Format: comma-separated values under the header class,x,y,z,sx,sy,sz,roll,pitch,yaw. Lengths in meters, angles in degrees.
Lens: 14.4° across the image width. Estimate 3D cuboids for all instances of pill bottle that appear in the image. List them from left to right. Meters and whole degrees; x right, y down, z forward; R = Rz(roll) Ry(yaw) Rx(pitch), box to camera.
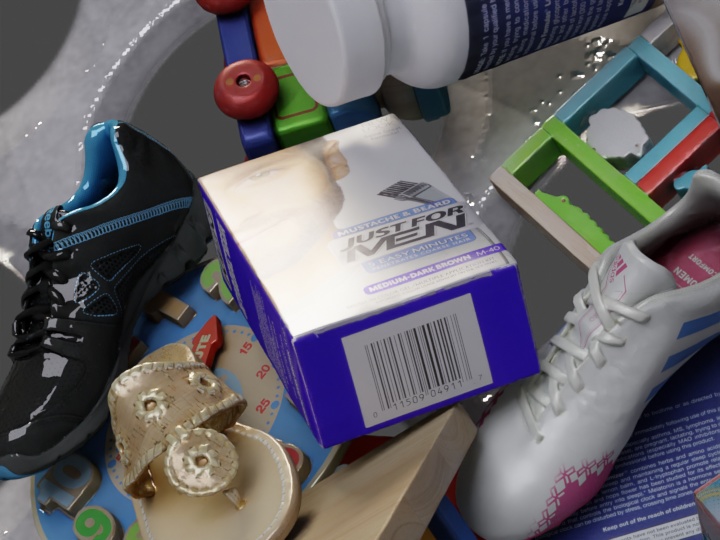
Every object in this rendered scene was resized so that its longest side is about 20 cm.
class,x,y,z,sx,sy,sz,roll,pitch,yaw
pill bottle,0.057,-0.158,1.422,0.200,0.116,0.116,-22,51,-20

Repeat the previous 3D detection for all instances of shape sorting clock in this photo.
class,x,y,z,sx,sy,sz,roll,pitch,yaw
shape sorting clock,-0.083,0.071,1.421,0.200,0.039,0.200,-24,41,23

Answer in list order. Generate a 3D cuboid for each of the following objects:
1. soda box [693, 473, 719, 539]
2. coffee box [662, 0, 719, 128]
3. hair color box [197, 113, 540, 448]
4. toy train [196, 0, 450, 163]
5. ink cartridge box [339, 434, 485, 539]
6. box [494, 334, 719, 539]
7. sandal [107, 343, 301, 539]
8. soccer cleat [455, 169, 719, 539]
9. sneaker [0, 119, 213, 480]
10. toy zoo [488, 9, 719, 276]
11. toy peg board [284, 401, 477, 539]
class,x,y,z,sx,sy,sz,roll,pitch,yaw
soda box,0.246,0.080,1.251,0.200,0.068,0.064,-32,53,-10
coffee box,0.224,-0.072,1.310,0.114,0.080,0.200,-25,41,10
hair color box,0.000,0.000,1.346,0.109,0.065,0.200,-19,25,-9
toy train,-0.026,-0.145,1.520,0.115,0.085,0.200,-15,56,4
ink cartridge box,-0.011,0.163,1.352,0.162,0.050,0.200,3,67,25
box,0.139,0.129,1.306,0.121,0.032,0.200,-16,58,7
sandal,-0.092,0.070,1.302,0.078,0.070,0.212,-41,24,1
soccer cleat,0.109,0.034,1.302,0.070,0.086,0.200,35,75,30
sneaker,-0.149,0.014,1.441,0.073,0.082,0.200,-6,47,43
toy zoo,0.177,-0.075,1.420,0.200,0.020,0.131,-43,54,-3
toy peg board,-0.029,0.173,1.235,0.200,0.199,0.098,-32,96,19
